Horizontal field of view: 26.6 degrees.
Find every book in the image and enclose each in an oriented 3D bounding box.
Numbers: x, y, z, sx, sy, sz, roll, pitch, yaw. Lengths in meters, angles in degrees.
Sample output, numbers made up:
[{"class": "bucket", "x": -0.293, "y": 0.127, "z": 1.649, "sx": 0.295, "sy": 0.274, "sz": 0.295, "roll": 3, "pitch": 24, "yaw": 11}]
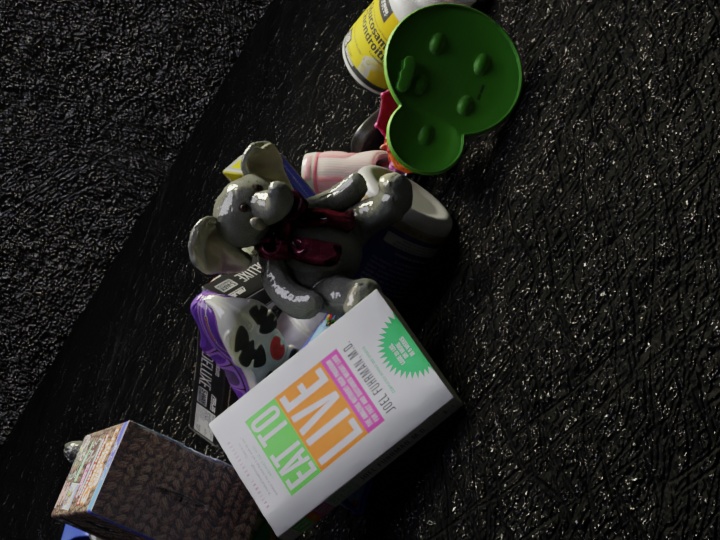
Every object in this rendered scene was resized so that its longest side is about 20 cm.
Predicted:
[{"class": "book", "x": -0.022, "y": 0.131, "z": 1.363, "sx": 0.200, "sy": 0.048, "sz": 0.134, "roll": -40, "pitch": 57, "yaw": 6}]

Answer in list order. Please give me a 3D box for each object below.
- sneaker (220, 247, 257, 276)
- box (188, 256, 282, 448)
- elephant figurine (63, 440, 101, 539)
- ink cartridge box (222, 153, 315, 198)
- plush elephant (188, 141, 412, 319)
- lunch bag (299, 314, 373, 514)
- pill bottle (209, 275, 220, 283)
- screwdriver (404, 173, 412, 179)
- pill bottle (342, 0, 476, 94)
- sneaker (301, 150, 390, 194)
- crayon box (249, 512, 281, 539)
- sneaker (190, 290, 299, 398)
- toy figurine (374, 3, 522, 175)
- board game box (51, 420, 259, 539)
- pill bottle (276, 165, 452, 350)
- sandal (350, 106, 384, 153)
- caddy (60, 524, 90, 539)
[{"class": "sneaker", "x": -0.125, "y": -0.009, "z": 1.780, "sx": 0.079, "sy": 0.074, "sz": 0.200, "roll": -35, "pitch": 12, "yaw": 1}, {"class": "box", "x": -0.113, "y": 0.077, "z": 1.677, "sx": 0.158, "sy": 0.050, "sz": 0.200, "roll": -30, "pitch": -39, "yaw": -43}, {"class": "elephant figurine", "x": -0.264, "y": 0.282, "z": 1.805, "sx": 0.155, "sy": 0.200, "sz": 0.142, "roll": -40, "pitch": 26, "yaw": 54}, {"class": "ink cartridge box", "x": -0.065, "y": -0.049, "z": 1.738, "sx": 0.047, "sy": 0.198, "sz": 0.200, "roll": -41, "pitch": 13, "yaw": -6}, {"class": "plush elephant", "x": -0.071, "y": -0.043, "z": 1.473, "sx": 0.200, "sy": 0.155, "sz": 0.165, "roll": -11, "pitch": 51, "yaw": 51}, {"class": "lunch bag", "x": -0.018, "y": 0.116, "z": 1.477, "sx": 0.200, "sy": 0.094, "sz": 0.151, "roll": -66, "pitch": 18, "yaw": -4}, {"class": "pill bottle", "x": -0.139, "y": 0.056, "z": 1.961, "sx": 0.112, "sy": 0.112, "sz": 0.200, "roll": -64, "pitch": 16, "yaw": -7}, {"class": "screwdriver", "x": 0.052, "y": -0.092, "z": 1.783, "sx": 0.028, "sy": 0.029, "sz": 0.200, "roll": -39, "pitch": 36, "yaw": 54}, {"class": "pill bottle", "x": 0.067, "y": -0.315, "z": 1.925, "sx": 0.200, "sy": 0.112, "sz": 0.112, "roll": -43, "pitch": 24, "yaw": 51}, {"class": "sneaker", "x": 0.007, "y": -0.083, "z": 1.775, "sx": 0.200, "sy": 0.104, "sz": 0.075, "roll": 53, "pitch": -145, "yaw": -65}, {"class": "crayon box", "x": -0.106, "y": 0.247, "z": 1.622, "sx": 0.119, "sy": 0.058, "sz": 0.200, "roll": -26, "pitch": 39, "yaw": 64}, {"class": "sneaker", "x": -0.116, "y": 0.083, "z": 1.540, "sx": 0.081, "sy": 0.083, "sz": 0.200, "roll": -50, "pitch": -34, "yaw": -25}, {"class": "toy figurine", "x": 0.070, "y": -0.161, "z": 1.651, "sx": 0.184, "sy": 0.150, "sz": 0.200, "roll": 126, "pitch": 166, "yaw": -69}, {"class": "board game box", "x": -0.210, "y": 0.237, "z": 1.565, "sx": 0.200, "sy": 0.159, "sz": 0.097, "roll": -25, "pitch": 41, "yaw": 66}, {"class": "pill bottle", "x": 0.000, "y": 0.000, "z": 1.599, "sx": 0.200, "sy": 0.116, "sz": 0.116, "roll": -58, "pitch": 16, "yaw": 18}, {"class": "sandal", "x": 0.073, "y": -0.193, "z": 1.783, "sx": 0.200, "sy": 0.048, "sz": 0.075, "roll": -45, "pitch": -20, "yaw": -13}, {"class": "caddy", "x": -0.309, "y": 0.328, "z": 1.988, "sx": 0.200, "sy": 0.141, "sz": 0.105, "roll": -35, "pitch": 34, "yaw": 57}]
